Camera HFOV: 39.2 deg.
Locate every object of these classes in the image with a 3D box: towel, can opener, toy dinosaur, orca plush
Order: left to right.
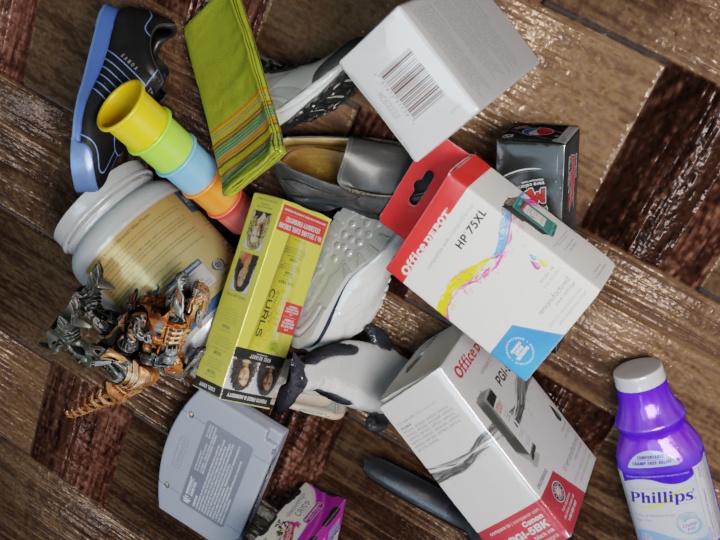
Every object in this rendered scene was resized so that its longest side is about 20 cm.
[{"bbox_3d":[-0.230,0.074,0.977,0.135,0.102,0.201,37,92,-14],"label":"toy dinosaur"},{"bbox_3d":[-0.127,-0.177,0.978,0.086,0.018,0.202,-32,64,34],"label":"towel"},{"bbox_3d":[-0.022,0.117,1.021,0.071,0.199,0.106,-14,89,40],"label":"orca plush"},{"bbox_3d":[0.092,0.254,1.099,0.198,0.079,0.064,20,156,20],"label":"can opener"}]

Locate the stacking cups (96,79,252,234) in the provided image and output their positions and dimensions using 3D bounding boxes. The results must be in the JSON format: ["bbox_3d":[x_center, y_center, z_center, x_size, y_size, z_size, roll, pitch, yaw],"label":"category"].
[{"bbox_3d":[-0.172,-0.102,1.007,0.060,0.061,0.200,-18,137,29],"label":"stacking cups"}]

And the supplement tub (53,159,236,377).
[{"bbox_3d":[-0.211,-0.002,1.073,0.200,0.145,0.145,47,121,0],"label":"supplement tub"}]

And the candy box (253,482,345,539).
[{"bbox_3d":[-0.084,0.368,1.172,0.061,0.136,0.202,19,117,18],"label":"candy box"}]

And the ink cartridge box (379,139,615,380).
[{"bbox_3d":[0.105,-0.016,0.885,0.199,0.067,0.117,38,123,8],"label":"ink cartridge box"}]

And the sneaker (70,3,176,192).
[{"bbox_3d":[-0.236,-0.171,1.011,0.077,0.070,0.202,9,78,-3],"label":"sneaker"}]

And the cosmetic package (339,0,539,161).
[{"bbox_3d":[0.072,-0.174,0.841,0.071,0.200,0.102,-37,93,32],"label":"cosmetic package"}]

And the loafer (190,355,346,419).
[{"bbox_3d":[-0.108,0.127,1.127,0.198,0.072,0.063,7,121,19],"label":"loafer"}]

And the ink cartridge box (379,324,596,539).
[{"bbox_3d":[0.128,0.158,0.983,0.083,0.147,0.200,-36,94,30],"label":"ink cartridge box"}]

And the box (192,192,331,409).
[{"bbox_3d":[-0.097,0.030,1.000,0.050,0.075,0.202,16,86,44],"label":"box"}]

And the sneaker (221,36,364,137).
[{"bbox_3d":[-0.074,-0.176,0.984,0.199,0.074,0.080,-27,86,28],"label":"sneaker"}]

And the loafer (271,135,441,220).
[{"bbox_3d":[0.000,-0.094,0.964,0.198,0.073,0.072,0,155,26],"label":"loafer"}]

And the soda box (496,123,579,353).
[{"bbox_3d":[0.162,-0.030,0.934,0.063,0.071,0.202,6,113,22],"label":"soda box"}]

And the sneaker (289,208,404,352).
[{"bbox_3d":[0.000,0.000,1.027,0.201,0.080,0.077,-53,44,15],"label":"sneaker"}]

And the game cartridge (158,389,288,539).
[{"bbox_3d":[-0.173,0.233,1.217,0.133,0.040,0.201,28,119,8],"label":"game cartridge"}]

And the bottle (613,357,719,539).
[{"bbox_3d":[0.289,0.183,0.967,0.083,0.065,0.202,-10,106,28],"label":"bottle"}]
